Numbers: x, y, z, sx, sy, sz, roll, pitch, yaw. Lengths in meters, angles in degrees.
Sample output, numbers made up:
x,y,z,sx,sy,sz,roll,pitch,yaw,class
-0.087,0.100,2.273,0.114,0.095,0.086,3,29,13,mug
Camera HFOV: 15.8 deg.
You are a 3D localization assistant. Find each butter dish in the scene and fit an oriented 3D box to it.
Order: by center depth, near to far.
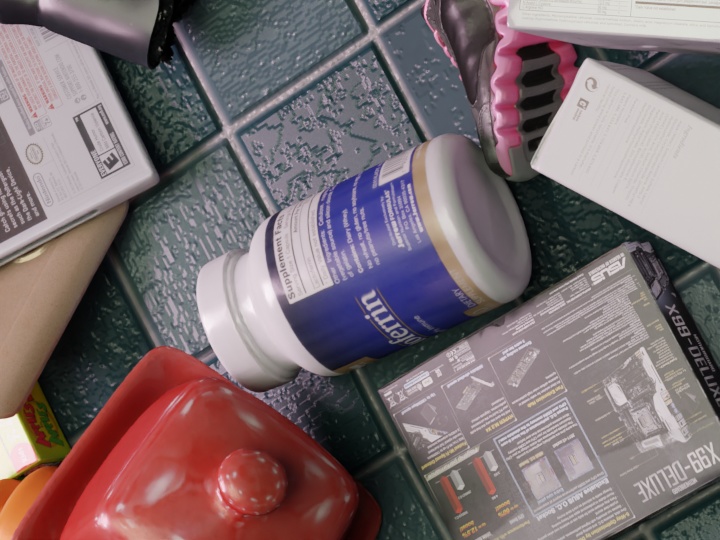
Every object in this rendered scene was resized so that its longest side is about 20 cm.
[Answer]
x,y,z,sx,sy,sz,roll,pitch,yaw,class
-0.087,0.153,1.644,0.199,0.200,0.148,38,151,-3,butter dish

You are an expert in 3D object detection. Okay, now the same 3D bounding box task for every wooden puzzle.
x,y,z,sx,sy,sz,roll,pitch,yaw,class
-0.281,-0.005,1.822,0.200,0.046,0.185,21,75,21,wooden puzzle

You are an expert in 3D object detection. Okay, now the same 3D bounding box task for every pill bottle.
x,y,z,sx,sy,sz,roll,pitch,yaw,class
0.000,0.000,1.682,0.200,0.116,0.116,-24,80,24,pill bottle

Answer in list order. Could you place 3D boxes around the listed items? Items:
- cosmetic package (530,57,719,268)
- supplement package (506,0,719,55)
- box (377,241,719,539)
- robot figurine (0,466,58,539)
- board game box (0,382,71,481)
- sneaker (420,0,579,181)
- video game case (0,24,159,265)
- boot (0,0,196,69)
x,y,z,sx,sy,sz,roll,pitch,yaw,class
0.220,-0.050,1.583,0.200,0.113,0.081,32,103,23,cosmetic package
0.191,-0.235,1.571,0.150,0.152,0.200,6,93,24,supplement package
0.132,0.097,1.657,0.200,0.050,0.158,-32,78,22,box
-0.175,0.201,1.759,0.200,0.117,0.144,18,72,17,robot figurine
-0.312,0.137,1.863,0.200,0.048,0.102,-32,78,21,board game box
0.081,-0.154,1.677,0.095,0.079,0.200,-9,86,46,sneaker
-0.259,-0.105,1.807,0.182,0.023,0.200,-27,72,2,video game case
-0.181,-0.245,1.788,0.168,0.076,0.201,13,76,9,boot
